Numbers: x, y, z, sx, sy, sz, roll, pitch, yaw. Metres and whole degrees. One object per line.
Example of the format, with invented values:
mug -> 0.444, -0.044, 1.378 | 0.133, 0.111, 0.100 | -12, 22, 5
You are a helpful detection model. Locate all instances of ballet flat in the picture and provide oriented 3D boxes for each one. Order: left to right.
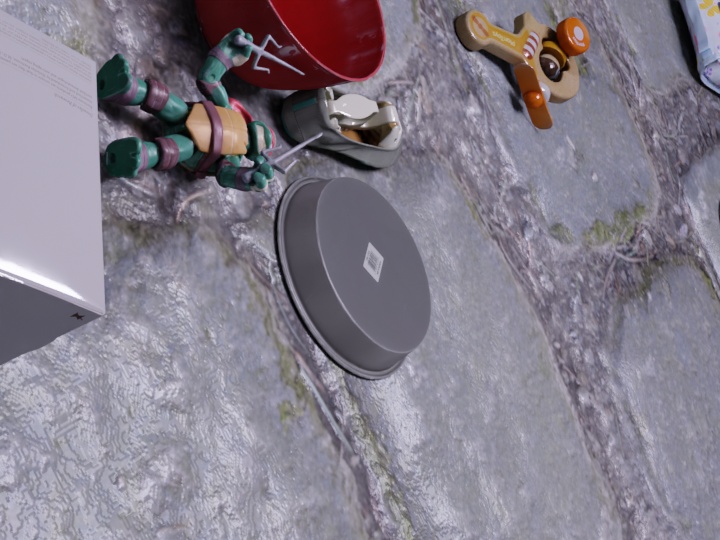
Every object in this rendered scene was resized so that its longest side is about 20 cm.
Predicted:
ballet flat -> 0.002, -0.141, 1.632 | 0.200, 0.064, 0.068 | 6, 64, -56

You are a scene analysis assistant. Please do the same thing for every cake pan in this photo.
cake pan -> 0.000, 0.000, 1.556 | 0.200, 0.037, 0.201 | 36, 42, -40

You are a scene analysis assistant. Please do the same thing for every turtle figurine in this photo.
turtle figurine -> -0.120, -0.117, 1.391 | 0.199, 0.101, 0.150 | 0, 58, -42

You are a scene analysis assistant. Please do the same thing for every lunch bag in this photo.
lunch bag -> 0.582, -0.369, 2.642 | 0.200, 0.127, 0.170 | 18, 52, -44

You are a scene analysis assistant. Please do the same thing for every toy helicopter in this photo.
toy helicopter -> 0.188, -0.251, 2.015 | 0.200, 0.079, 0.133 | 18, 63, -39

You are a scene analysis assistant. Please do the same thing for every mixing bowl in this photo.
mixing bowl -> -0.079, -0.239, 1.529 | 0.200, 0.108, 0.201 | 38, 39, -38

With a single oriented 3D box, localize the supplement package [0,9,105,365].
supplement package -> -0.253, -0.055, 1.116 | 0.120, 0.121, 0.201 | 27, 47, -48
